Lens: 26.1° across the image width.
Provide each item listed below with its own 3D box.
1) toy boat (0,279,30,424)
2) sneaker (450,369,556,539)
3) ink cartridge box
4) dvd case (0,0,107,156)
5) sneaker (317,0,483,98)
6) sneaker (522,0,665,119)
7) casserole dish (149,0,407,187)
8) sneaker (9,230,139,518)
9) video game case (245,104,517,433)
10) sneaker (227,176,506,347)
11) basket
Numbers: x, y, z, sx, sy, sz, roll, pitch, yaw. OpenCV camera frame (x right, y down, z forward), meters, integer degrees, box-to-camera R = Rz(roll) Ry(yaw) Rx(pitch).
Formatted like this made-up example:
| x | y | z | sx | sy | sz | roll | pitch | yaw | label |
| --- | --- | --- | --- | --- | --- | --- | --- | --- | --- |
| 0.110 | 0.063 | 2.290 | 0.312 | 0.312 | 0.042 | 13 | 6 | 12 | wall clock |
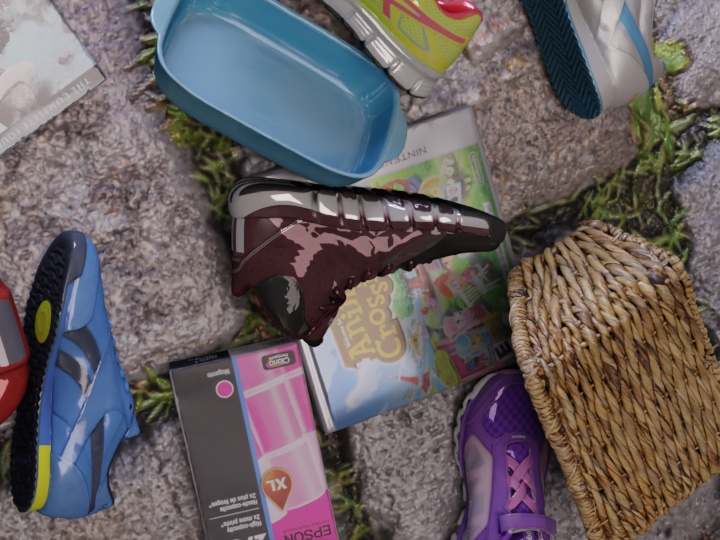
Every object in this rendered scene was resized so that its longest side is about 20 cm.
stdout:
| x | y | z | sx | sy | sz | roll | pitch | yaw | label |
| --- | --- | --- | --- | --- | --- | --- | --- | --- | --- |
| -0.313 | 0.068 | 1.001 | 0.200 | 0.131 | 0.131 | -19 | 100 | -15 | toy boat |
| 0.113 | 0.176 | 1.168 | 0.080 | 0.088 | 0.200 | 7 | 93 | -16 | sneaker |
| -0.073 | 0.154 | 1.131 | 0.095 | 0.037 | 0.200 | -13 | 101 | -8 | ink cartridge box |
| -0.287 | -0.169 | 1.044 | 0.146 | 0.022 | 0.200 | -37 | 106 | -11 | dvd case |
| 0.008 | -0.218 | 1.092 | 0.090 | 0.078 | 0.200 | -39 | 118 | 15 | sneaker |
| 0.168 | -0.219 | 1.161 | 0.081 | 0.077 | 0.200 | -25 | 108 | -22 | sneaker |
| -0.061 | -0.128 | 1.084 | 0.200 | 0.039 | 0.121 | 29 | 49 | -15 | casserole dish |
| -0.192 | 0.073 | 1.080 | 0.078 | 0.066 | 0.200 | 4 | 95 | -29 | sneaker |
| 0.027 | -0.002 | 1.159 | 0.182 | 0.022 | 0.200 | -19 | 101 | -15 | video game case |
| 0.000 | 0.000 | 1.108 | 0.200 | 0.076 | 0.116 | 6 | 98 | -7 | sneaker |
| 0.167 | 0.083 | 1.142 | 0.149 | 0.143 | 0.200 | -35 | 122 | -15 | basket |
